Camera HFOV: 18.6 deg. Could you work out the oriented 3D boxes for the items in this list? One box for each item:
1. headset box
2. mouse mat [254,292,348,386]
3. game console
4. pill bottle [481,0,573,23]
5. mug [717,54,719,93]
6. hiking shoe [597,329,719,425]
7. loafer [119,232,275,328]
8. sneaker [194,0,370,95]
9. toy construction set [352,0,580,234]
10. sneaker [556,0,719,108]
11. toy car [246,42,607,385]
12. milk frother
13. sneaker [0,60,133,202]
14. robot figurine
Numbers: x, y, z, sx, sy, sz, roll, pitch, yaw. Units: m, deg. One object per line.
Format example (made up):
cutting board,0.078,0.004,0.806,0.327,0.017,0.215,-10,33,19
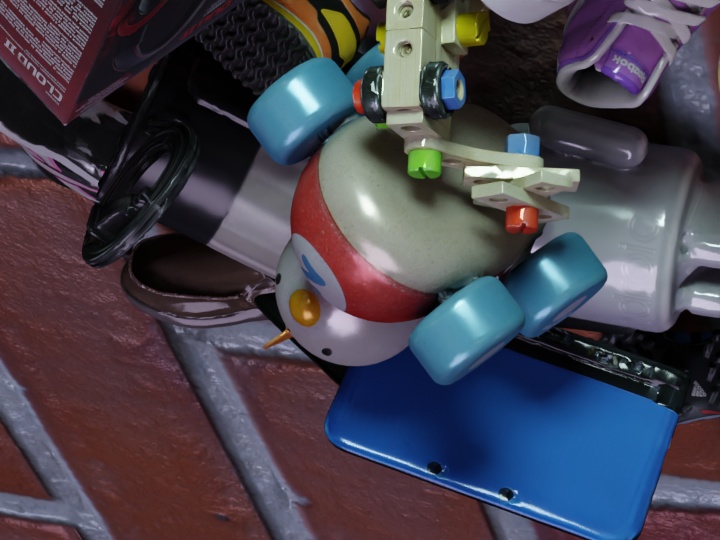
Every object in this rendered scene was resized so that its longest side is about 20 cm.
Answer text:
headset box,-0.106,-0.174,1.128,0.075,0.149,0.200,46,146,6
mouse mat,0.044,0.058,1.429,0.200,0.160,0.008,40,126,41
game console,0.093,0.088,1.373,0.199,0.119,0.171,20,176,8
pill bottle,0.138,-0.201,1.075,0.111,0.112,0.200,38,134,-25
mug,0.267,-0.065,1.183,0.150,0.186,0.153,52,179,37
hiking shoe,0.236,0.074,1.478,0.086,0.075,0.200,4,176,-34
loafer,-0.075,-0.007,1.550,0.199,0.073,0.071,1,140,12
sneaker,-0.078,-0.188,1.282,0.200,0.090,0.070,48,132,5
toy construction set,0.052,-0.115,1.177,0.092,0.201,0.131,-17,161,18
sneaker,0.173,-0.148,1.155,0.072,0.115,0.200,31,145,-13
toy car,0.000,0.000,1.263,0.185,0.177,0.200,53,128,10
milk frother,-0.066,-0.037,1.368,0.187,0.201,0.181,25,149,-8
sneaker,-0.209,-0.097,1.482,0.200,0.081,0.086,42,153,-21
robot figurine,0.138,-0.028,1.349,0.199,0.113,0.170,10,131,16
